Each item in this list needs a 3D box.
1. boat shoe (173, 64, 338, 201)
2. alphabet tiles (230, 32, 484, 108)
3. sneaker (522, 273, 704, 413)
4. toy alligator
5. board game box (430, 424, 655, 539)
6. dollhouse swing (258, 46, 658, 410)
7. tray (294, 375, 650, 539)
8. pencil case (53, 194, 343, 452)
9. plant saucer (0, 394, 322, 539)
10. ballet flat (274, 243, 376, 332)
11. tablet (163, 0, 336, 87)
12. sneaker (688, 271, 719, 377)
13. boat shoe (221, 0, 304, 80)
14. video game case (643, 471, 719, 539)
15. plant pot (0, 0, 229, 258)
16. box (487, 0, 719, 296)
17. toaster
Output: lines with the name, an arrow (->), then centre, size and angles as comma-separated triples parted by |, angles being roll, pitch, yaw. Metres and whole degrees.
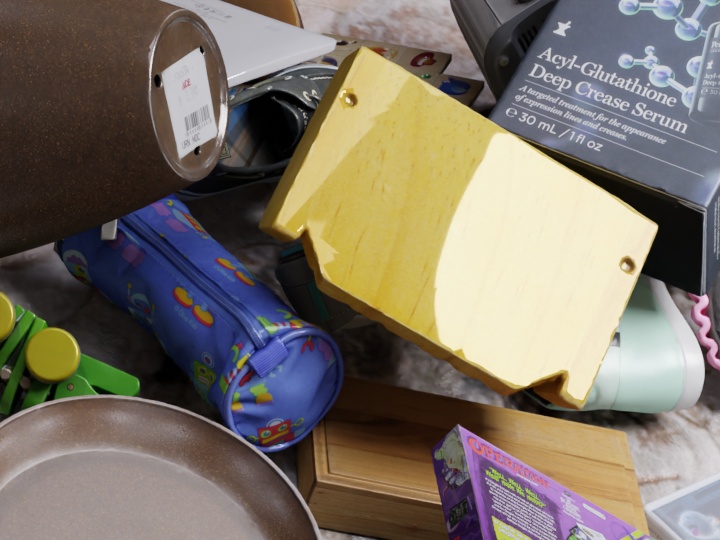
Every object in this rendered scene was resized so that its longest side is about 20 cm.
boat shoe -> -0.052, -0.087, 1.511 | 0.200, 0.056, 0.069 | -26, 98, -48
alphabet tiles -> -0.012, -0.113, 1.657 | 0.166, 0.008, 0.200 | 11, 31, 15
sneaker -> 0.126, 0.013, 1.538 | 0.118, 0.074, 0.201 | -2, 38, -24
toy alligator -> -0.168, 0.064, 1.335 | 0.200, 0.059, 0.054 | 31, 79, 2
board game box -> 0.126, 0.170, 1.297 | 0.200, 0.032, 0.120 | 31, 32, -27
dollhouse swing -> 0.038, -0.009, 1.418 | 0.200, 0.176, 0.182 | 30, 63, -8
tray -> 0.063, 0.117, 1.393 | 0.199, 0.037, 0.099 | 11, 35, -13
pencil case -> -0.094, 0.018, 1.385 | 0.078, 0.087, 0.200 | -41, 50, -9
plant saucer -> -0.116, 0.147, 1.248 | 0.199, 0.032, 0.201 | 13, 40, -11
ballet flat -> 0.000, 0.000, 1.499 | 0.064, 0.067, 0.200 | 68, 21, -3
tablet -> -0.126, -0.156, 1.590 | 0.130, 0.014, 0.200 | -23, 32, -37
sneaker -> 0.257, -0.013, 1.556 | 0.095, 0.201, 0.079 | -12, -8, 18
boat shoe -> -0.097, -0.199, 1.716 | 0.200, 0.070, 0.070 | 51, 0, 31
video game case -> 0.288, 0.176, 1.442 | 0.200, 0.023, 0.182 | -17, 49, -42
plant pot -> -0.181, -0.091, 1.348 | 0.199, 0.188, 0.187 | -2, 26, 24
box -> 0.188, -0.111, 1.502 | 0.148, 0.107, 0.200 | 22, 64, 19
toaster -> 0.143, -0.146, 1.696 | 0.200, 0.113, 0.129 | 54, 7, -38
